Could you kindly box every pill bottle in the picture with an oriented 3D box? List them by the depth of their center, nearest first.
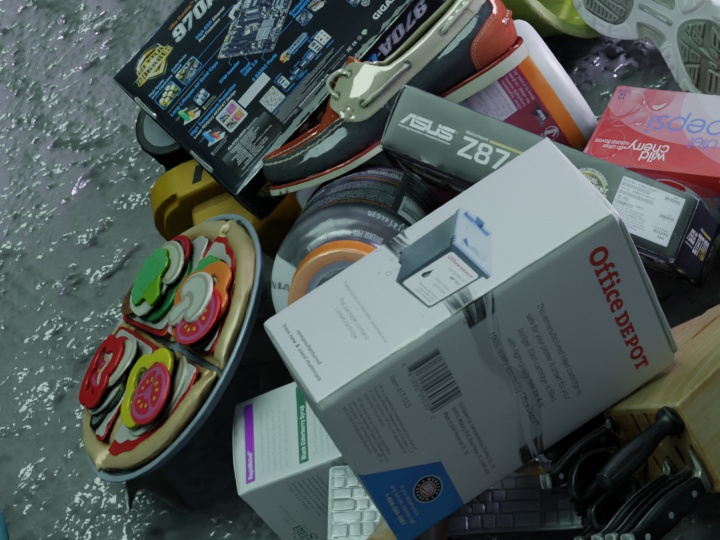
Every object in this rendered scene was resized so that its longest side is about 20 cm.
[{"bbox_3d":[0.000,0.000,1.622,0.106,0.107,0.200,-28,8,11],"label":"pill bottle"},{"bbox_3d":[0.060,-0.075,1.764,0.199,0.110,0.110,-35,41,3],"label":"pill bottle"}]

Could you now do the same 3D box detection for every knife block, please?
[{"bbox_3d":[0.204,0.088,1.500,0.199,0.064,0.176,-26,16,12],"label":"knife block"}]

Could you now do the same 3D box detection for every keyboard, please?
[{"bbox_3d":[0.078,0.140,1.585,0.198,0.011,0.057,-4,46,7],"label":"keyboard"}]

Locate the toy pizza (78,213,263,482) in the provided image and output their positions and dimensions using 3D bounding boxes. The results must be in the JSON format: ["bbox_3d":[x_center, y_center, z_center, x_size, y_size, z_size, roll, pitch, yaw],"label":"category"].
[{"bbox_3d":[-0.135,0.048,1.724,0.200,0.032,0.201,-41,32,33],"label":"toy pizza"}]

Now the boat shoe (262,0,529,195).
[{"bbox_3d":[0.015,-0.120,1.692,0.199,0.063,0.071,-32,16,4],"label":"boat shoe"}]

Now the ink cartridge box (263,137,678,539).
[{"bbox_3d":[0.066,0.042,1.475,0.199,0.147,0.086,-34,46,-5],"label":"ink cartridge box"}]

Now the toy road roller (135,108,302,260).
[{"bbox_3d":[-0.056,-0.066,1.838,0.199,0.123,0.147,-22,58,18],"label":"toy road roller"}]

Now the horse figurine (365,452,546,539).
[{"bbox_3d":[0.049,0.146,1.533,0.132,0.050,0.201,0,53,28],"label":"horse figurine"}]

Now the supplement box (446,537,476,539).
[{"bbox_3d":[0.106,0.222,1.502,0.199,0.061,0.109,3,53,36],"label":"supplement box"}]

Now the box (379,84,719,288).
[{"bbox_3d":[0.124,-0.050,1.607,0.199,0.161,0.049,22,87,16],"label":"box"}]

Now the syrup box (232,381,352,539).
[{"bbox_3d":[0.021,0.104,1.654,0.199,0.079,0.082,-21,45,18],"label":"syrup box"}]

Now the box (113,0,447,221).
[{"bbox_3d":[-0.056,-0.157,1.776,0.200,0.046,0.159,-48,54,0],"label":"box"}]

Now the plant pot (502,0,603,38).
[{"bbox_3d":[0.067,-0.235,1.867,0.189,0.200,0.201,-20,43,36],"label":"plant pot"}]

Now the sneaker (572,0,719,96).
[{"bbox_3d":[0.243,-0.174,1.754,0.099,0.078,0.200,-19,49,-38],"label":"sneaker"}]

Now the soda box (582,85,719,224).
[{"bbox_3d":[0.246,-0.069,1.664,0.199,0.063,0.070,9,59,39],"label":"soda box"}]

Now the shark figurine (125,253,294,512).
[{"bbox_3d":[-0.092,0.063,1.731,0.214,0.090,0.129,-34,79,-4],"label":"shark figurine"}]

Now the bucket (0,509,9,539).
[{"bbox_3d":[-0.321,0.226,1.699,0.206,0.208,0.135,-28,32,11],"label":"bucket"}]
